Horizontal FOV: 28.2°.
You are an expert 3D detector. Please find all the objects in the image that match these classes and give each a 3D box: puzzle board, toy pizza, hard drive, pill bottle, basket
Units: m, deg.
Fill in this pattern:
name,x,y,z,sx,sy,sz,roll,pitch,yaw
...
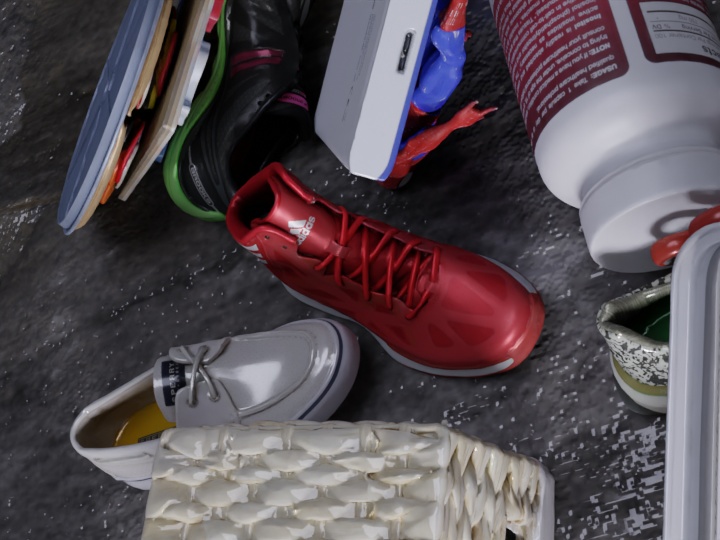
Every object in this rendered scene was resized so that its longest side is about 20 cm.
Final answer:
name,x,y,z,sx,sy,sz,roll,pitch,yaw
puzzle board,-0.112,-0.157,0.947,0.151,0.017,0.202,144,143,-66
toy pizza,-0.155,-0.116,0.954,0.201,0.031,0.201,-90,26,-49
hard drive,0.008,-0.130,0.815,0.200,0.025,0.133,-122,46,-77
pill bottle,0.138,-0.107,0.770,0.112,0.113,0.202,-24,61,22
basket,-0.012,0.155,0.755,0.198,0.123,0.137,-5,68,31

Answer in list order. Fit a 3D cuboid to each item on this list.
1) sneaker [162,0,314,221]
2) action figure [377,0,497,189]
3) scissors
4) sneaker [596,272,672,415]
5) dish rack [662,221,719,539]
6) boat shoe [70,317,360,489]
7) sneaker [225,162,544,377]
name,x,y,z,sx,sy,sz,roll,pitch,yaw
sneaker,-0.058,-0.124,0.931,0.083,0.077,0.202,21,93,30
action figure,0.043,-0.110,0.809,0.201,0.051,0.066,119,149,-52
scissors,0.240,-0.038,0.710,0.198,0.073,0.014,-16,75,-12
sneaker,0.203,0.011,0.698,0.199,0.088,0.078,-27,59,20
dish rack,0.208,0.080,0.582,0.170,0.044,0.202,8,74,-12
boat shoe,-0.093,0.075,0.858,0.199,0.070,0.072,-23,55,30
sneaker,0.000,0.000,0.812,0.199,0.115,0.079,14,80,36
